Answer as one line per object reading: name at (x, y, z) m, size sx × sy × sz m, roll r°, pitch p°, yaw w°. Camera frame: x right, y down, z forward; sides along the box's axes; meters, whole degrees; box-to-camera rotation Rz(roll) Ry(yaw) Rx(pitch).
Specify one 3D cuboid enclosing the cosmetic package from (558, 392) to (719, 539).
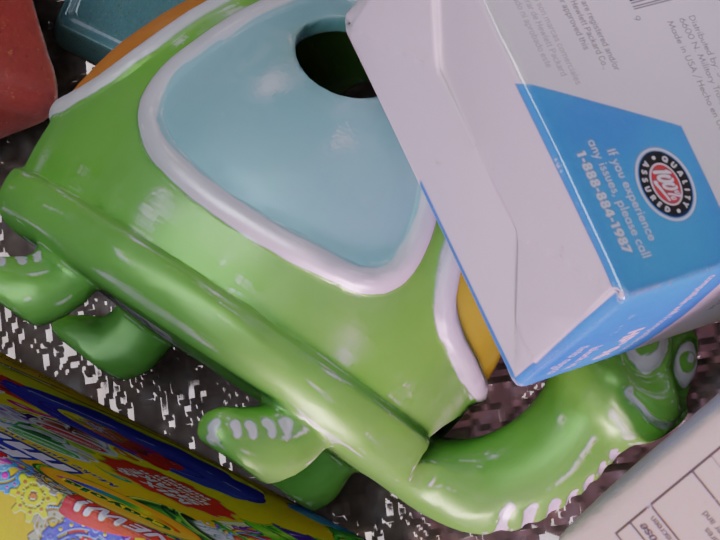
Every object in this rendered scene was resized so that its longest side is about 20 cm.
cosmetic package at (0.158, 0.040, 0.743) m, size 0.103 × 0.087 × 0.200 m, roll 50°, pitch 131°, yaw 5°

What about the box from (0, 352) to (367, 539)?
box at (-0.121, 0.093, 0.832) m, size 0.200 × 0.193 × 0.122 m, roll 25°, pitch 93°, yaw 20°

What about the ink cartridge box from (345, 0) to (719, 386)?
ink cartridge box at (0.112, -0.055, 0.800) m, size 0.116 × 0.200 × 0.068 m, roll 66°, pitch 150°, yaw 14°

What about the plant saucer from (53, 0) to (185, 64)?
plant saucer at (-0.031, -0.150, 0.920) m, size 0.070 × 0.019 × 0.200 m, roll 27°, pitch 94°, yaw 21°

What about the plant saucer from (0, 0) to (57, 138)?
plant saucer at (-0.207, -0.115, 0.930) m, size 0.200 × 0.037 × 0.200 m, roll -18°, pitch 87°, yaw 31°

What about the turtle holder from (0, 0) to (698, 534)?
turtle holder at (-0.007, -0.005, 0.829) m, size 0.185 × 0.141 × 0.132 m, roll 31°, pitch 85°, yaw 34°
